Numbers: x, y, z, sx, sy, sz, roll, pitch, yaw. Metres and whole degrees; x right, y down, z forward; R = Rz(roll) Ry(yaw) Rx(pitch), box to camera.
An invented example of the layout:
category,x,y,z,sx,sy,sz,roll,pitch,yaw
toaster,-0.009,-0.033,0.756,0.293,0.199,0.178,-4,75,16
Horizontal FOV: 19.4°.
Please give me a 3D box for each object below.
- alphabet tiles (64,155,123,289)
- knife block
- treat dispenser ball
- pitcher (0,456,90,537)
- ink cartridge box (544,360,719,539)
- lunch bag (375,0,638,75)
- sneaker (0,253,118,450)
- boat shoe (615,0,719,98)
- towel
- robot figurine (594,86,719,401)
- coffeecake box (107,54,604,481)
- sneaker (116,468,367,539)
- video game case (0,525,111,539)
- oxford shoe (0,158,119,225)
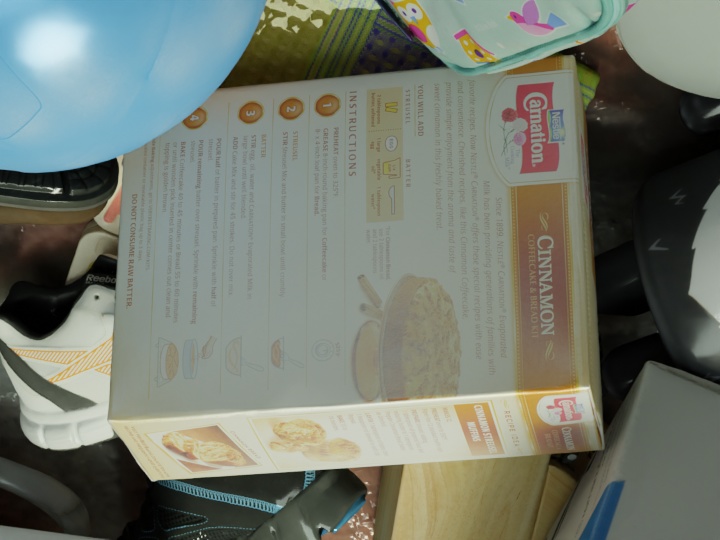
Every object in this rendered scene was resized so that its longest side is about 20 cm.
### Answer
category,x,y,z,sx,sy,sz,roll,pitch,yaw
alphabet tiles,-0.043,0.012,1.036,0.198,0.015,0.197,23,123,-4
knife block,0.039,0.078,1.005,0.199,0.064,0.175,-31,127,26
treat dispenser ball,-0.131,-0.142,0.847,0.199,0.201,0.203,5,122,8
pitcher,-0.249,0.102,1.071,0.171,0.122,0.200,-24,123,25
ink cartridge box,0.112,0.160,0.912,0.085,0.147,0.201,24,142,1
lunch bag,0.037,-0.159,0.811,0.077,0.200,0.161,-45,102,-14
sneaker,-0.090,0.029,1.003,0.198,0.074,0.081,-14,116,19
boat shoe,0.197,-0.124,0.872,0.199,0.064,0.071,-11,122,44
towel,-0.006,-0.075,0.965,0.199,0.023,0.144,24,116,-5
robot figurine,0.195,-0.004,0.915,0.199,0.125,0.151,-21,118,22
coffeecake box,0.000,0.000,0.899,0.198,0.155,0.073,-5,154,10
sneaker,-0.084,0.126,1.088,0.199,0.073,0.082,-33,91,32
video game case,-0.199,0.183,1.062,0.198,0.024,0.183,9,139,-11
oxford shoe,-0.205,-0.041,1.008,0.198,0.073,0.085,7,132,16
